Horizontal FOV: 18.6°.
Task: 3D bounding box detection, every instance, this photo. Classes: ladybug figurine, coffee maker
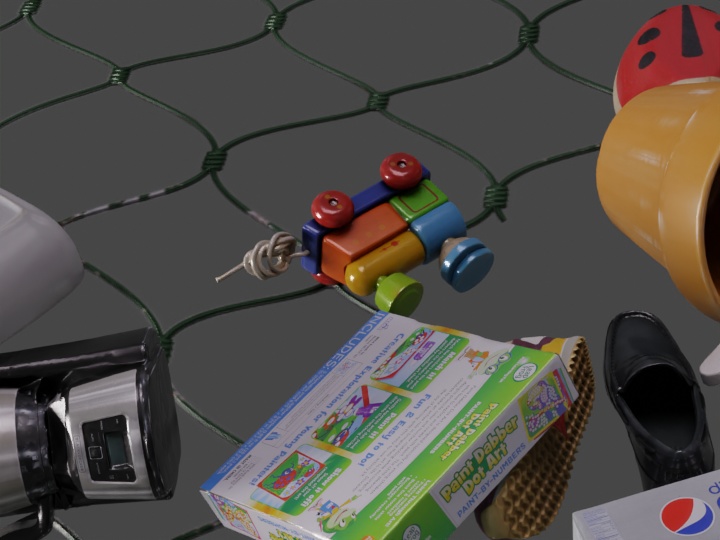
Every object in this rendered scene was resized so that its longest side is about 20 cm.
[{"bbox_3d":[0.283,-0.167,1.890,0.135,0.072,0.200,-7,37,3],"label":"ladybug figurine"},{"bbox_3d":[-0.234,0.104,1.583,0.199,0.135,0.193,-8,36,0],"label":"coffee maker"}]

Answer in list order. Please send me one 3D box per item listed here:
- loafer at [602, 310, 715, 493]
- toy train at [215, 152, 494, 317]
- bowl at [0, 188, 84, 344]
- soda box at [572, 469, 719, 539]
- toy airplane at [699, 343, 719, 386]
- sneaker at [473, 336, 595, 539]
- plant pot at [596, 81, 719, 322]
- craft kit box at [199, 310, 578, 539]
[{"bbox_3d":[0.214,0.089,1.570,0.068,0.071,0.201,-8,37,0],"label":"loafer"},{"bbox_3d":[0.000,0.000,1.728,0.199,0.085,0.116,-30,55,-26],"label":"toy train"},{"bbox_3d":[-0.350,-0.011,1.807,0.199,0.075,0.200,26,48,36],"label":"bowl"},{"bbox_3d":[0.232,0.165,1.351,0.199,0.069,0.064,-15,39,-10],"label":"soda box"},{"bbox_3d":[0.337,0.078,1.525,0.199,0.141,0.199,-31,18,17],"label":"toy airplane"},{"bbox_3d":[0.101,0.121,1.559,0.090,0.075,0.200,-2,32,26],"label":"sneaker"},{"bbox_3d":[0.281,-0.065,1.677,0.199,0.201,0.183,-26,26,-22],"label":"plant pot"},{"bbox_3d":[0.018,0.119,1.521,0.200,0.049,0.197,-44,29,-23],"label":"craft kit box"}]
